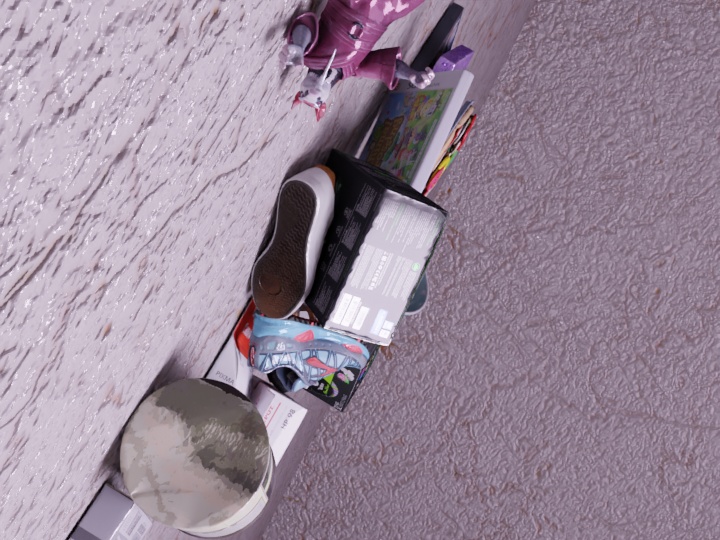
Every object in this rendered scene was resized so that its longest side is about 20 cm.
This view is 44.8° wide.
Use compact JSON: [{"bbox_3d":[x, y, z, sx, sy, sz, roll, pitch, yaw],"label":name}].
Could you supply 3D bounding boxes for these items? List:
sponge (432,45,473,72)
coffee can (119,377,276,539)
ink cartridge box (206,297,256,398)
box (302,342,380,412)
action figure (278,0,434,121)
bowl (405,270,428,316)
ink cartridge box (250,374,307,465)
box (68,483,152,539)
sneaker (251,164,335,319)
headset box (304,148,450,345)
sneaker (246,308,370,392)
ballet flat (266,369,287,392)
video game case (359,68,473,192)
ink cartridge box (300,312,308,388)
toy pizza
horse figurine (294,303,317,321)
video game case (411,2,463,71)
[{"bbox_3d":[0.134,-0.298,1.404,0.112,0.030,0.200,-65,173,24],"label":"sponge"},{"bbox_3d":[-0.166,0.208,0.936,0.147,0.146,0.200,-59,174,-18],"label":"coffee can"},{"bbox_3d":[-0.158,0.134,1.146,0.200,0.057,0.163,-56,173,-11],"label":"ink cartridge box"},{"bbox_3d":[-0.049,0.140,1.596,0.125,0.148,0.200,-56,172,-31],"label":"box"},{"bbox_3d":[-0.009,-0.219,0.731,0.200,0.134,0.149,-51,-138,26],"label":"action figure"},{"bbox_3d":[0.000,0.000,1.311,0.105,0.201,0.201,-35,-171,32],"label":"bowl"},{"bbox_3d":[-0.143,0.222,1.235,0.116,0.067,0.200,-60,-163,-7],"label":"ink cartridge box"},{"bbox_3d":[-0.296,0.332,0.910,0.201,0.041,0.156,-60,174,-23],"label":"box"},{"bbox_3d":[-0.068,-0.032,1.019,0.085,0.073,0.201,-48,164,-55],"label":"sneaker"},{"bbox_3d":[-0.005,-0.035,1.057,0.175,0.092,0.200,-66,-152,11],"label":"headset box"},{"bbox_3d":[-0.073,0.111,1.140,0.199,0.079,0.096,21,88,-42],"label":"sneaker"},{"bbox_3d":[-0.108,0.136,1.255,0.057,0.067,0.200,-21,180,-10],"label":"ballet flat"},{"bbox_3d":[0.057,-0.174,1.176,0.182,0.022,0.201,17,-98,63],"label":"video game case"},{"bbox_3d":[-0.068,0.071,1.429,0.201,0.083,0.144,-60,173,-28],"label":"ink cartridge box"},{"bbox_3d":[0.119,-0.165,1.309,0.201,0.032,0.200,-57,179,-2],"label":"toy pizza"},{"bbox_3d":[-0.065,0.037,1.231,0.050,0.133,0.200,-38,169,-49],"label":"horse figurine"},{"bbox_3d":[0.099,-0.305,1.417,0.201,0.025,0.181,-59,173,-23],"label":"video game case"}]
